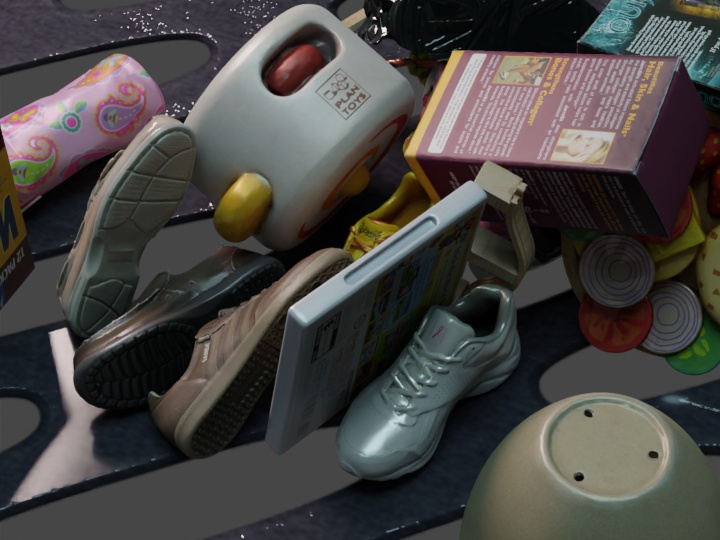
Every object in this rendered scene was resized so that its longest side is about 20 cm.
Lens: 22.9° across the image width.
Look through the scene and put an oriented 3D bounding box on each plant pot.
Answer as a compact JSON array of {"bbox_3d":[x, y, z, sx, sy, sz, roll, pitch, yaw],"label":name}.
[{"bbox_3d":[0.169,0.164,1.258,0.199,0.135,0.201,-2,47,2],"label":"plant pot"}]

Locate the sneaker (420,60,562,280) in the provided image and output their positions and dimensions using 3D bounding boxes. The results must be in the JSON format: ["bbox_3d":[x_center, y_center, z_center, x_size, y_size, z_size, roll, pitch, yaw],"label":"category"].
[{"bbox_3d":[0.115,-0.086,1.490,0.095,0.079,0.201,-17,81,-15],"label":"sneaker"}]

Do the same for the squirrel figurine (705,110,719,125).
[{"bbox_3d":[0.280,-0.141,1.460,0.141,0.187,0.200,-28,84,-26],"label":"squirrel figurine"}]

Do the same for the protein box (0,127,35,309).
[{"bbox_3d":[-0.396,-0.051,1.434,0.199,0.199,0.135,19,51,18],"label":"protein box"}]

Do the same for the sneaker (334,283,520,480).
[{"bbox_3d":[0.049,0.076,1.365,0.078,0.100,0.200,31,56,23],"label":"sneaker"}]

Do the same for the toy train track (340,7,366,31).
[{"bbox_3d":[-0.014,-0.191,1.625,0.114,0.033,0.200,-32,27,-9],"label":"toy train track"}]

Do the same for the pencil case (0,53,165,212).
[{"bbox_3d":[-0.269,-0.114,1.568,0.200,0.088,0.087,-35,55,-25],"label":"pencil case"}]

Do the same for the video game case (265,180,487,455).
[{"bbox_3d":[0.009,0.038,1.336,0.182,0.200,0.023,-35,68,-26],"label":"video game case"}]

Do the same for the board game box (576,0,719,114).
[{"bbox_3d":[0.276,-0.212,1.406,0.135,0.028,0.200,23,56,25],"label":"board game box"}]

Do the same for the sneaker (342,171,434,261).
[{"bbox_3d":[0.000,0.000,1.442,0.073,0.077,0.200,18,61,36],"label":"sneaker"}]

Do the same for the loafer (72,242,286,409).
[{"bbox_3d":[-0.153,0.043,1.434,0.200,0.073,0.071,-30,42,-29],"label":"loafer"}]

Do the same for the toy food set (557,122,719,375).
[{"bbox_3d":[0.250,-0.018,1.400,0.197,0.201,0.049,-25,4,23],"label":"toy food set"}]

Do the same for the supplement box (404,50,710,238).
[{"bbox_3d":[0.150,-0.099,1.359,0.199,0.086,0.111,7,60,34],"label":"supplement box"}]

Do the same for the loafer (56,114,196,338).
[{"bbox_3d":[-0.198,-0.043,1.435,0.072,0.200,0.063,6,28,-44],"label":"loafer"}]

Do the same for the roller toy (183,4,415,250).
[{"bbox_3d":[-0.050,-0.113,1.475,0.140,0.183,0.200,41,16,6],"label":"roller toy"}]

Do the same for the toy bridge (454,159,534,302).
[{"bbox_3d":[0.100,-0.016,1.386,0.067,0.200,0.027,29,62,4],"label":"toy bridge"}]

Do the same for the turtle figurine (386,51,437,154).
[{"bbox_3d":[0.104,-0.121,1.568,0.161,0.064,0.200,-23,59,2],"label":"turtle figurine"}]

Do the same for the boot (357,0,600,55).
[{"bbox_3d":[0.097,-0.216,1.529,0.197,0.074,0.162,3,12,-10],"label":"boot"}]

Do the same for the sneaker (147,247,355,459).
[{"bbox_3d":[-0.090,0.050,1.382,0.200,0.070,0.075,-48,53,-8],"label":"sneaker"}]
